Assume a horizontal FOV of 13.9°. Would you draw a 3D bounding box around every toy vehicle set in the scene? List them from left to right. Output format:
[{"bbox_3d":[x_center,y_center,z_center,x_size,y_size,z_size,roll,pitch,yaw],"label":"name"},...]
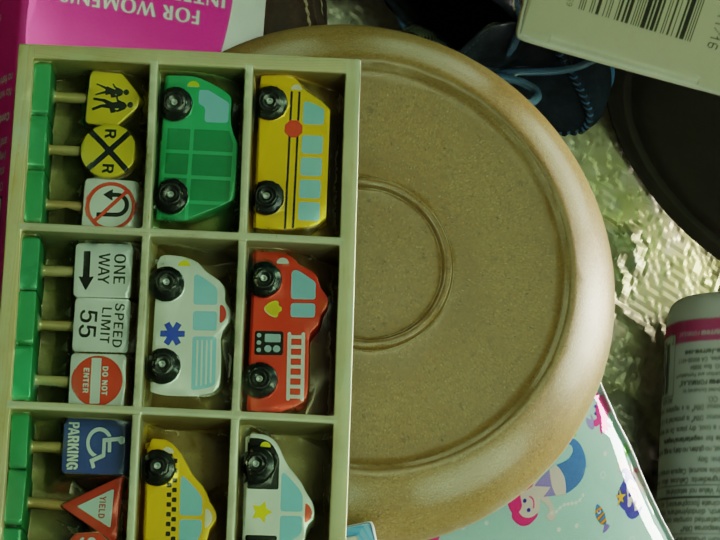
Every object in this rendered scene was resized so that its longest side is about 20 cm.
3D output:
[{"bbox_3d":[-0.064,0.022,1.033,0.123,0.027,0.201,2,75,0],"label":"toy vehicle set"}]

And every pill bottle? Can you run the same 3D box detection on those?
[{"bbox_3d":[0.183,0.115,1.264,0.113,0.113,0.202,8,81,-27],"label":"pill bottle"}]

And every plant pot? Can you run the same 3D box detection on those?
[{"bbox_3d":[0.000,0.000,1.081,0.199,0.027,0.202,3,74,-9],"label":"plant pot"}]

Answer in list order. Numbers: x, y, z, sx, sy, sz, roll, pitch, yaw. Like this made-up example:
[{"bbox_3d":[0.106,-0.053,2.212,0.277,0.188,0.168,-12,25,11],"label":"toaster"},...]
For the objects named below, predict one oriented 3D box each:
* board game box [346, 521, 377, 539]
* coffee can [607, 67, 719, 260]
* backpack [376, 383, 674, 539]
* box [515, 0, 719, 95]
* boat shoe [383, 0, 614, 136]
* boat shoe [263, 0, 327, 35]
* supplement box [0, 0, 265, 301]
[{"bbox_3d":[-0.078,0.168,1.010,0.199,0.034,0.135,-9,57,-7],"label":"board game box"},{"bbox_3d":[0.225,-0.106,1.294,0.200,0.146,0.147,-43,103,-25],"label":"coffee can"},{"bbox_3d":[0.020,0.113,1.162,0.199,0.150,0.178,-33,113,-18],"label":"backpack"},{"bbox_3d":[0.125,-0.164,1.203,0.094,0.078,0.200,16,36,1],"label":"box"},{"bbox_3d":[0.033,-0.109,1.216,0.200,0.084,0.069,41,52,-37],"label":"boat shoe"},{"bbox_3d":[-0.009,-0.052,1.170,0.071,0.072,0.201,-9,52,7],"label":"boat shoe"},{"bbox_3d":[-0.103,-0.050,1.141,0.101,0.103,0.202,7,82,-25],"label":"supplement box"}]
